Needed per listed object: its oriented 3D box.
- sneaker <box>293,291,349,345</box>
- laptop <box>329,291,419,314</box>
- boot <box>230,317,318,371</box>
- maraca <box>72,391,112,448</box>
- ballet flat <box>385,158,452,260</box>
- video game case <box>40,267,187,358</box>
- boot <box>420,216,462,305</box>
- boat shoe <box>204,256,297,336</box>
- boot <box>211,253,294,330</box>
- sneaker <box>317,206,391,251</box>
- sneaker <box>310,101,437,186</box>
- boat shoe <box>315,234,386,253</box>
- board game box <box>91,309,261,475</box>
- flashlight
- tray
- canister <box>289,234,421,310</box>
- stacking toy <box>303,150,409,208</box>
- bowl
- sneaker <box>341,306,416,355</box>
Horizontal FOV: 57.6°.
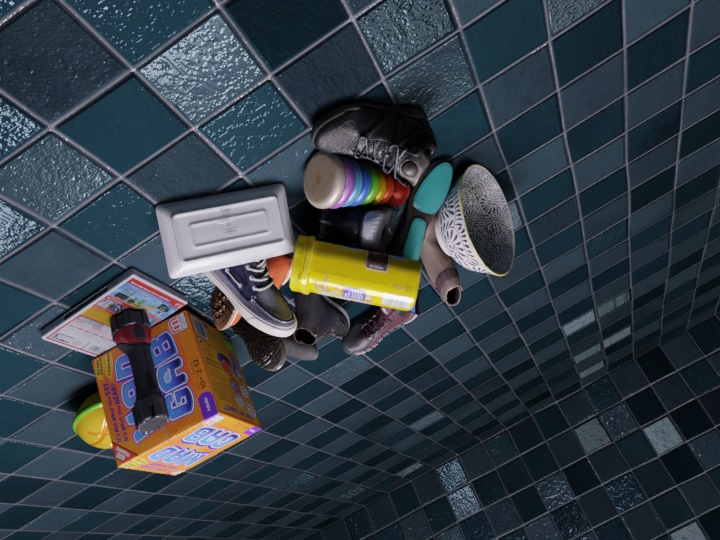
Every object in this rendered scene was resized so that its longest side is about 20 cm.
[{"bbox_3d":[-0.083,0.112,1.299,0.073,0.108,0.200,-9,148,23],"label":"sneaker"},{"bbox_3d":[0.007,0.044,1.288,0.196,0.105,0.178,-21,149,-7],"label":"laptop"},{"bbox_3d":[-0.149,0.149,1.275,0.073,0.182,0.200,-46,141,3],"label":"boot"},{"bbox_3d":[-0.483,0.300,1.306,0.135,0.108,0.201,-28,150,3],"label":"maraca"},{"bbox_3d":[0.095,-0.102,1.145,0.073,0.072,0.204,20,92,-51],"label":"ballet flat"},{"bbox_3d":[-0.412,0.078,1.107,0.198,0.018,0.143,-32,149,10],"label":"video game case"},{"bbox_3d":[0.147,-0.025,1.243,0.069,0.148,0.200,-26,150,6],"label":"boot"},{"bbox_3d":[-0.167,0.010,1.025,0.075,0.199,0.093,-38,165,-54],"label":"boat shoe"},{"bbox_3d":[-0.190,0.035,1.160,0.106,0.076,0.200,1,140,-45],"label":"boot"},{"bbox_3d":[-0.010,-0.080,1.116,0.111,0.077,0.200,11,-175,9],"label":"sneaker"},{"bbox_3d":[0.029,-0.181,0.948,0.195,0.116,0.077,-5,143,-28],"label":"sneaker"},{"bbox_3d":[0.000,0.000,1.177,0.197,0.076,0.069,25,142,2],"label":"boat shoe"},{"bbox_3d":[-0.332,0.231,1.205,0.197,0.203,0.200,-27,156,3],"label":"board game box"},{"bbox_3d":[-0.358,0.163,1.061,0.067,0.203,0.068,-23,152,1],"label":"flashlight"},{"bbox_3d":[-0.195,-0.062,0.975,0.196,0.110,0.022,-13,-177,-21],"label":"tray"},{"bbox_3d":[-0.008,0.008,1.059,0.195,0.089,0.149,11,175,-1],"label":"canister"},{"bbox_3d":[0.005,-0.134,1.043,0.198,0.086,0.085,2,141,-47],"label":"stacking toy"},{"bbox_3d":[0.195,-0.081,1.191,0.093,0.206,0.199,-15,160,35],"label":"bowl"},{"bbox_3d":[0.037,0.102,1.424,0.198,0.076,0.116,-34,159,-6],"label":"sneaker"}]
